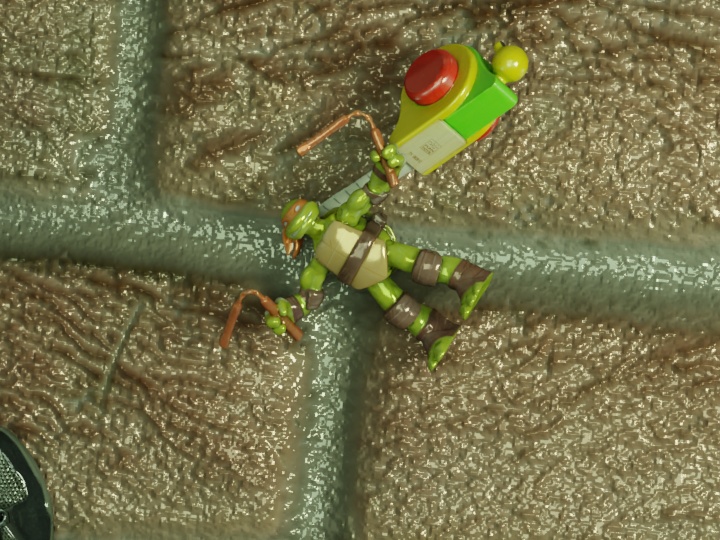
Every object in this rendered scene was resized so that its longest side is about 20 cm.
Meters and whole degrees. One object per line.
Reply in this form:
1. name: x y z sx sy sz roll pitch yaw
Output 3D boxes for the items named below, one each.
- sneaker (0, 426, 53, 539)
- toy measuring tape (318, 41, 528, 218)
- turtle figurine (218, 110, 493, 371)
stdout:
1. sneaker: -0.261 0.206 1.666 0.076 0.114 0.200 -3 84 6
2. toy measuring tape: 0.035 -0.102 1.672 0.200 0.074 0.074 -35 82 23
3. turtle figurine: 0.000 0.000 1.660 0.161 0.064 0.200 33 106 2
